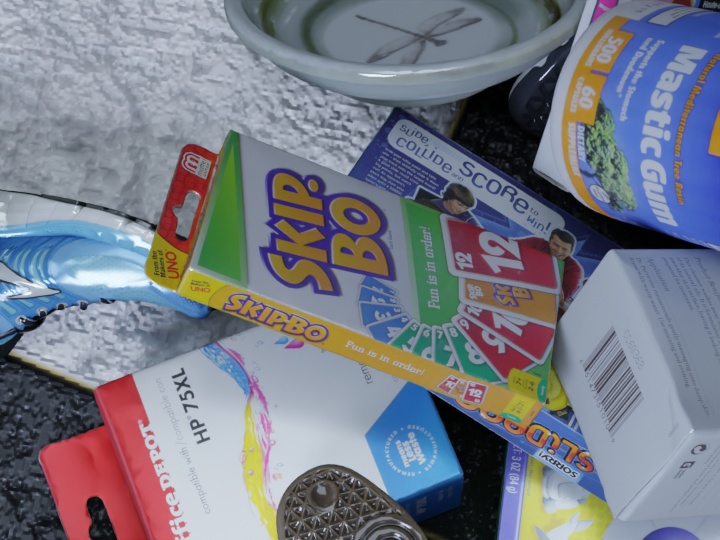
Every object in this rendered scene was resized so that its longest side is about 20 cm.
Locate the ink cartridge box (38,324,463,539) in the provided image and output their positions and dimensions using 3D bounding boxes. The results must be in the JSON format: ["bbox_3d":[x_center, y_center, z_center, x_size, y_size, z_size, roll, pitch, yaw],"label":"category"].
[{"bbox_3d":[-0.060,0.098,1.124,0.200,0.067,0.116,-21,72,-7],"label":"ink cartridge box"}]

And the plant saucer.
[{"bbox_3d":[0.027,-0.134,1.177,0.200,0.050,0.200,-2,33,1],"label":"plant saucer"}]

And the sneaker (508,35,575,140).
[{"bbox_3d":[0.158,-0.151,1.207,0.200,0.072,0.083,-43,31,6],"label":"sneaker"}]

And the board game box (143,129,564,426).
[{"bbox_3d":[0.000,0.000,1.054,0.200,0.030,0.096,19,48,-7],"label":"board game box"}]

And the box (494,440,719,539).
[{"bbox_3d":[0.167,0.155,1.113,0.200,0.048,0.118,7,72,2],"label":"box"}]

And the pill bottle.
[{"bbox_3d":[0.195,-0.059,1.028,0.200,0.112,0.112,20,69,48],"label":"pill bottle"}]

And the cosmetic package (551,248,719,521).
[{"bbox_3d":[0.206,0.053,1.074,0.200,0.081,0.113,2,51,-28],"label":"cosmetic package"}]

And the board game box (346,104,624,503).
[{"bbox_3d":[0.071,0.014,1.119,0.200,0.034,0.135,33,46,1],"label":"board game box"}]

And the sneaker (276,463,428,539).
[{"bbox_3d":[0.026,0.186,1.061,0.070,0.076,0.200,-34,76,-10],"label":"sneaker"}]

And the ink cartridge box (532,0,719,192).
[{"bbox_3d":[0.160,-0.136,1.131,0.037,0.095,0.200,35,118,44],"label":"ink cartridge box"}]

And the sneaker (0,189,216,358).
[{"bbox_3d":[-0.170,0.006,1.167,0.200,0.078,0.090,9,88,11],"label":"sneaker"}]
